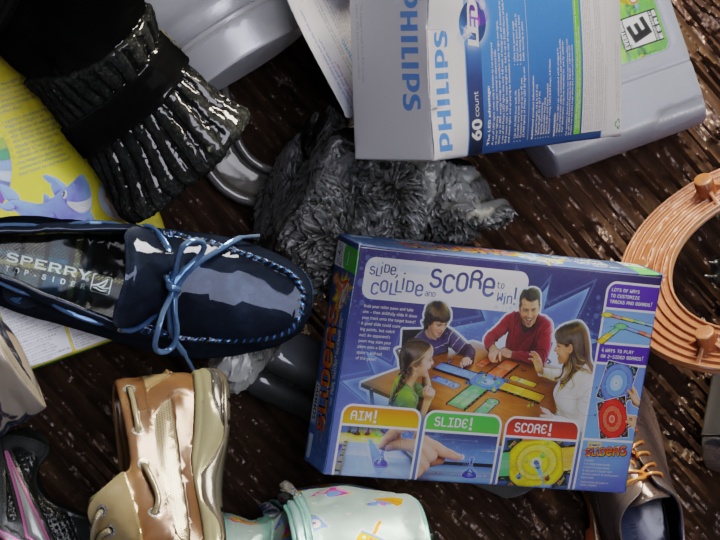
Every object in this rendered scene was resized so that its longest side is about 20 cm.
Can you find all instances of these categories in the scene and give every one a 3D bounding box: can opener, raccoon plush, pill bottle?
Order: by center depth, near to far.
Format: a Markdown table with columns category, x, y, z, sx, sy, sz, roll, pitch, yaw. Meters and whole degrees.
| category | x | y | z | sx | sy | sz | roll | pitch | yaw |
| --- | --- | --- | --- | --- | --- | --- | --- | --- | --- |
| pill bottle | -0.119 | -0.204 | 1.422 | 0.113 | 0.113 | 0.201 | -31 | 89 | -19 |
| raccoon plush | 0.000 | 0.000 | 1.452 | 0.133 | 0.097 | 0.201 | 28 | 88 | -21 |
| can opener | 0.027 | 0.079 | 1.493 | 0.199 | 0.053 | 0.067 | 26 | 48 | -14 |

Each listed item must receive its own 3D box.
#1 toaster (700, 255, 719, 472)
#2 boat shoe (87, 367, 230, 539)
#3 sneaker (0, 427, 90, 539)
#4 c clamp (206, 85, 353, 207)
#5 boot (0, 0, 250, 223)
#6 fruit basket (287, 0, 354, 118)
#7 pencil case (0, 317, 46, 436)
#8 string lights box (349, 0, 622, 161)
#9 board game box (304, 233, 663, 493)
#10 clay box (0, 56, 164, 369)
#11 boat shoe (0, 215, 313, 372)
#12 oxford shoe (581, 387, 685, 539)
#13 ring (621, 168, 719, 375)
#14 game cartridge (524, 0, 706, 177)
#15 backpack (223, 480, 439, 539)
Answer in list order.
| category | x | y | z | sx | sy | sz | roll | pitch | yaw |
| --- | --- | --- | --- | --- | --- | --- | --- | --- | --- |
| toaster | 0.298 | 0.078 | 1.546 | 0.199 | 0.114 | 0.130 | 17 | 81 | -18 |
| boat shoe | -0.109 | 0.138 | 1.297 | 0.073 | 0.076 | 0.201 | 6 | 47 | -7 |
| sneaker | -0.168 | 0.178 | 1.386 | 0.086 | 0.080 | 0.201 | -31 | 96 | -9 |
| c clamp | -0.036 | -0.142 | 1.499 | 0.170 | 0.027 | 0.202 | -7 | 86 | -20 |
| boot | -0.120 | -0.125 | 1.327 | 0.079 | 0.211 | 0.158 | -40 | 91 | -30 |
| fruit basket | -0.017 | -0.213 | 1.417 | 0.186 | 0.093 | 0.200 | 62 | 40 | -25 |
| pencil case | -0.265 | 0.087 | 1.337 | 0.199 | 0.078 | 0.090 | -34 | 109 | 3 |
| string lights box | 0.077 | -0.122 | 1.423 | 0.199 | 0.059 | 0.104 | -10 | 100 | -52 |
| board game box | 0.073 | 0.056 | 1.426 | 0.199 | 0.034 | 0.136 | 6 | 98 | -23 |
| clay box | -0.186 | -0.050 | 1.427 | 0.114 | 0.048 | 0.201 | -19 | 89 | -19 |
| boat shoe | -0.126 | 0.013 | 1.353 | 0.198 | 0.069 | 0.085 | 3 | 85 | 1 |
| oxford shoe | 0.167 | 0.118 | 1.516 | 0.071 | 0.073 | 0.201 | -16 | 89 | -19 |
| ring | 0.253 | -0.012 | 1.505 | 0.200 | 0.200 | 0.019 | -39 | 129 | -18 |
| game cartridge | 0.130 | -0.168 | 1.555 | 0.133 | 0.040 | 0.201 | -20 | 91 | -16 |
| backpack | -0.019 | 0.207 | 1.376 | 0.152 | 0.200 | 0.177 | 2 | 85 | -15 |
